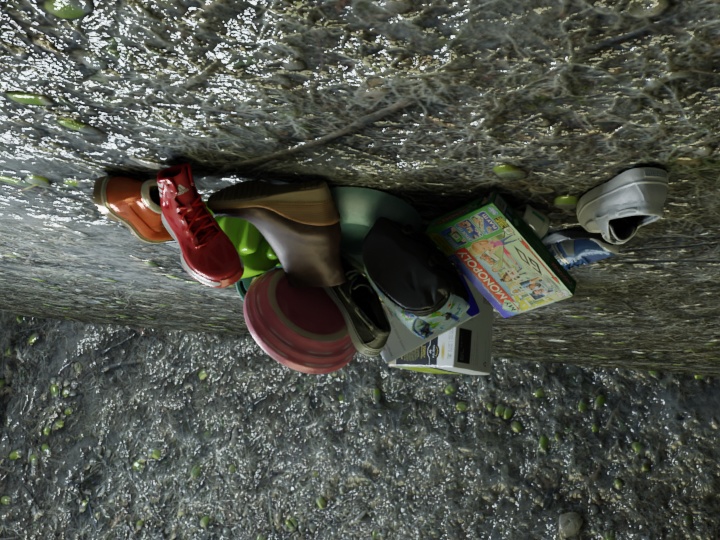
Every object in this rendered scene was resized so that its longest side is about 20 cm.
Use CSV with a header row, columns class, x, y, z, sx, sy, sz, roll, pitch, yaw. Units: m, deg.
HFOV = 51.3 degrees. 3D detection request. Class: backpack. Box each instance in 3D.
class,x,y,z,sx,sy,sz,roll,pitch,yaw
backpack,0.091,0.023,1.143,0.163,0.155,0.199,46,-160,24

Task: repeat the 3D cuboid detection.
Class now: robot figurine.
class,x,y,z,sx,sy,sz,roll,pitch,yaw
robot figurine,-0.194,-0.048,1.243,0.172,0.119,0.199,11,168,-29

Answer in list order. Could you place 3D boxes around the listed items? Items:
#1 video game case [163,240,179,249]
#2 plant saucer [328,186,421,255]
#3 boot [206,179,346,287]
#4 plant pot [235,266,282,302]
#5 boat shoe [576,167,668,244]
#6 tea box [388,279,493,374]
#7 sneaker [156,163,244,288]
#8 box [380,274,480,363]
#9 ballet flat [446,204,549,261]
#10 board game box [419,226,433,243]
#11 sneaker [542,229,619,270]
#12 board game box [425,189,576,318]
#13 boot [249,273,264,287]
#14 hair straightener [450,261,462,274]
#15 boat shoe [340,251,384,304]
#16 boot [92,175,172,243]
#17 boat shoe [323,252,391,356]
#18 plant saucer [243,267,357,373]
class,x,y,z,sx,sy,sz,roll,pitch,yaw
video game case,-0.272,-0.049,1.511,0.196,0.026,0.180,-2,165,31
plant saucer,-0.003,-0.065,1.171,0.195,0.040,0.202,6,156,3
boot,-0.122,-0.046,1.116,0.195,0.170,0.073,-2,-150,11
plant pot,-0.126,0.030,1.440,0.196,0.205,0.195,-1,159,31
boat shoe,0.338,-0.072,0.977,0.070,0.070,0.200,8,168,-11
tea box,0.177,0.117,1.632,0.132,0.205,0.194,15,166,-42
sneaker,-0.237,-0.070,1.052,0.199,0.078,0.117,42,154,31
box,0.107,0.075,1.426,0.197,0.107,0.184,-27,-179,-2
ballet flat,0.190,-0.064,1.136,0.069,0.071,0.197,16,160,-42
board game box,0.051,-0.048,1.324,0.195,0.035,0.135,4,168,10
sneaker,0.323,-0.019,1.217,0.197,0.079,0.075,-7,162,42
board game box,0.207,-0.018,1.108,0.200,0.029,0.133,44,139,-21
boot,-0.089,0.012,1.313,0.197,0.141,0.077,25,153,-25
hair straightener,0.201,-0.018,1.311,0.196,0.042,0.077,3,157,-31
boat shoe,0.000,0.000,1.284,0.196,0.069,0.076,24,123,-3
boot,-0.328,-0.095,1.212,0.105,0.077,0.200,-3,165,17
boat shoe,-0.005,0.034,1.169,0.069,0.202,0.064,-6,142,-34
plant saucer,-0.084,0.066,1.176,0.196,0.203,0.051,12,133,-25
